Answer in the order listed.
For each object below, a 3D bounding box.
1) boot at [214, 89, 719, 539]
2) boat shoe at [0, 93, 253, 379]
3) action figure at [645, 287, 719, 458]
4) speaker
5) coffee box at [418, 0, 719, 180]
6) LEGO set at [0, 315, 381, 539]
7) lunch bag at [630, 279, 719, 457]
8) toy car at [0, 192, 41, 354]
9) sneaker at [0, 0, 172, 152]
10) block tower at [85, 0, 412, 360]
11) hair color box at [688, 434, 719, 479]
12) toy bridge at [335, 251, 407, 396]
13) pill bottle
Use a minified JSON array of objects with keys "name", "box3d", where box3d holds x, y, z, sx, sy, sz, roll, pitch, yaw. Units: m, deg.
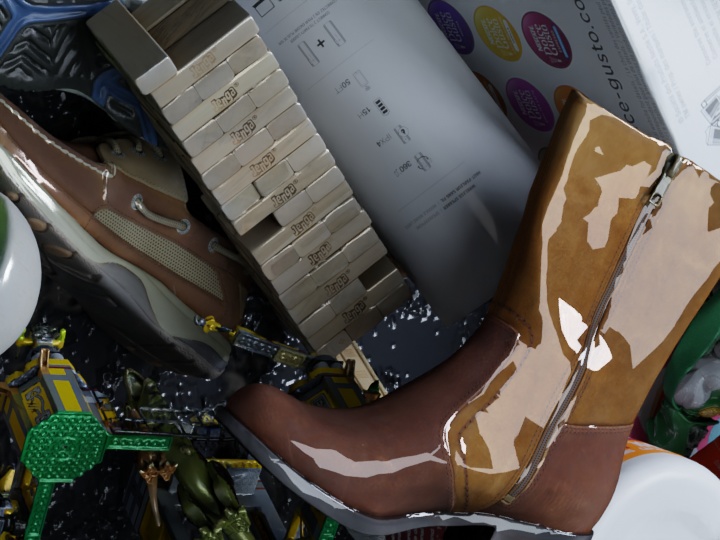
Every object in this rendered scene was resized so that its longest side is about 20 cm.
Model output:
[{"name":"boot","box3d":[0.055,0.021,1.121,0.188,0.068,0.200,24,96,-21]},{"name":"boat shoe","box3d":[-0.115,-0.029,1.195,0.072,0.076,0.200,-59,137,-16]},{"name":"action figure","box3d":[0.208,0.018,1.322,0.200,0.055,0.118,-51,156,21]},{"name":"speaker","box3d":[0.012,-0.074,1.212,0.081,0.081,0.200,-38,90,-23]},{"name":"coffee box","box3d":[0.133,-0.149,1.263,0.200,0.198,0.200,-40,120,-24]},{"name":"LEGO set","box3d":[-0.095,0.080,1.198,0.200,0.116,0.154,-4,125,-22]},{"name":"lunch bag","box3d":[0.168,0.063,1.417,0.176,0.082,0.200,20,91,-33]},{"name":"toy car","box3d":[-0.220,0.026,1.064,0.175,0.150,0.200,36,96,-35]},{"name":"sneaker","box3d":[-0.131,-0.114,1.154,0.200,0.077,0.076,34,99,-38]},{"name":"block tower","box3d":[-0.042,-0.043,1.164,0.058,0.054,0.200,-38,133,-5]},{"name":"hair color box","box3d":[0.148,0.173,1.361,0.200,0.061,0.102,-38,132,7]},{"name":"toy bridge","box3d":[0.000,0.000,1.275,0.027,0.067,0.201,-2,81,-47]},{"name":"pill bottle","box3d":[0.078,0.120,1.285,0.113,0.200,0.113,-9,106,-35]}]
